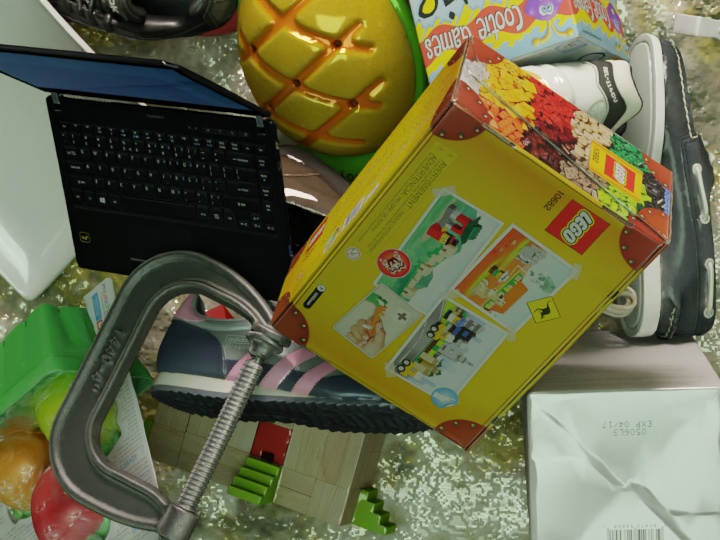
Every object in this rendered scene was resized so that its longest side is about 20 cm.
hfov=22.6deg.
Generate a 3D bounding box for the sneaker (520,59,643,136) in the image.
[{"bbox_3d":[0.125,-0.076,1.143,0.087,0.200,0.076,-14,80,-10],"label":"sneaker"}]

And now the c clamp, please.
[{"bbox_3d":[-0.106,0.093,1.117,0.170,0.027,0.201,18,82,20],"label":"c clamp"}]

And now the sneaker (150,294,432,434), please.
[{"bbox_3d":[-0.034,0.056,1.157,0.198,0.070,0.083,7,69,8],"label":"sneaker"}]

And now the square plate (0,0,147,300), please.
[{"bbox_3d":[-0.237,-0.104,1.217,0.200,0.028,0.198,47,125,-6],"label":"square plate"}]

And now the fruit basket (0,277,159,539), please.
[{"bbox_3d":[-0.194,0.134,1.208,0.185,0.093,0.201,-38,64,36],"label":"fruit basket"}]

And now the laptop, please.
[{"bbox_3d":[-0.147,-0.059,1.110,0.176,0.103,0.202,9,121,28],"label":"laptop"}]

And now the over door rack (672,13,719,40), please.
[{"bbox_3d":[0.310,-0.210,1.148,0.198,0.067,0.149,6,99,-6],"label":"over door rack"}]

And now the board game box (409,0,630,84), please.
[{"bbox_3d":[0.084,-0.216,1.127,0.104,0.103,0.202,-18,80,24],"label":"board game box"}]

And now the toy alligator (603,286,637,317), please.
[{"bbox_3d":[0.090,0.016,1.213,0.198,0.059,0.055,15,139,20],"label":"toy alligator"}]

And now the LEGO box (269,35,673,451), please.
[{"bbox_3d":[0.064,-0.011,1.053,0.148,0.077,0.200,33,124,-12],"label":"LEGO box"}]

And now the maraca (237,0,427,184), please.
[{"bbox_3d":[-0.014,-0.125,1.189,0.136,0.107,0.201,2,121,33],"label":"maraca"}]

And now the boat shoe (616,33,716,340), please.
[{"bbox_3d":[0.205,-0.055,1.196,0.060,0.076,0.202,1,93,-14],"label":"boat shoe"}]

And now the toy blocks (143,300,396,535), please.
[{"bbox_3d":[-0.055,0.084,1.229,0.198,0.100,0.138,17,92,18],"label":"toy blocks"}]

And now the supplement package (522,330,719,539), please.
[{"bbox_3d":[0.165,0.114,1.157,0.120,0.200,0.121,-2,98,5],"label":"supplement package"}]

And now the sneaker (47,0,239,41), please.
[{"bbox_3d":[-0.173,-0.194,1.196,0.198,0.098,0.072,7,101,6],"label":"sneaker"}]

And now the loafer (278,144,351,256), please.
[{"bbox_3d":[0.000,0.000,1.163,0.199,0.071,0.073,33,126,10],"label":"loafer"}]
